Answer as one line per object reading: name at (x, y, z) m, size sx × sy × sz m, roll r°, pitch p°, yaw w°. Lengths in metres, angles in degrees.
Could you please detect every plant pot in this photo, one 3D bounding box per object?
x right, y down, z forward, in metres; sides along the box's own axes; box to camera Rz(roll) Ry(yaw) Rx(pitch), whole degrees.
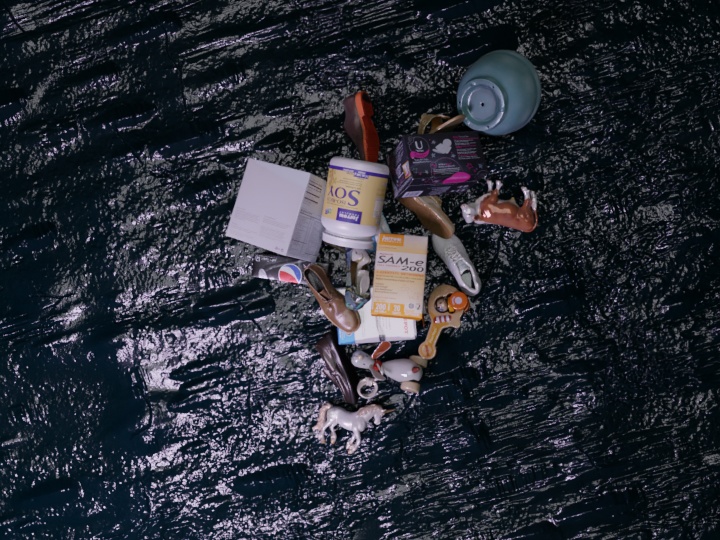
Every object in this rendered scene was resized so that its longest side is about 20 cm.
plant pot at (0.313, -0.411, 1.236) m, size 0.200 × 0.134 × 0.201 m, roll 21°, pitch 129°, yaw 28°

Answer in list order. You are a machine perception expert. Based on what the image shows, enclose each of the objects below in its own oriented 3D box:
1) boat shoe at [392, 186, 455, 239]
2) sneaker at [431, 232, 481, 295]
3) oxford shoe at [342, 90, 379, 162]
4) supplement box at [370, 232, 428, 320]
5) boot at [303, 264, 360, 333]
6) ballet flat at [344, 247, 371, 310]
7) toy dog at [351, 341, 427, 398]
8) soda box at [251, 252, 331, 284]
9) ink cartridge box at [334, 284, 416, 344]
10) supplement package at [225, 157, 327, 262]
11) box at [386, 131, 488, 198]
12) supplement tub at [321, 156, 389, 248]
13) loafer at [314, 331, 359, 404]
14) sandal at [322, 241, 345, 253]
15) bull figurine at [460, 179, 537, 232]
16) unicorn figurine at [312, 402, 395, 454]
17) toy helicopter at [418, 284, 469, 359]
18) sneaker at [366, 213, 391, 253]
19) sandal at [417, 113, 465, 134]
boat shoe at (0.174, -0.167, 1.322) m, size 0.200 × 0.074 × 0.069 m, roll 45°, pitch 61°, yaw 8°
sneaker at (0.252, -0.026, 1.325) m, size 0.070 × 0.080 × 0.201 m, roll -34°, pitch 85°, yaw 4°
oxford shoe at (-0.001, -0.358, 1.346) m, size 0.072 × 0.071 × 0.201 m, roll -5°, pitch 95°, yaw 31°
supplement box at (0.095, 0.016, 1.259) m, size 0.126 × 0.074 × 0.201 m, roll 4°, pitch 81°, yaw 3°
boot at (-0.076, 0.073, 1.266) m, size 0.074 × 0.075 × 0.200 m, roll -38°, pitch 86°, yaw 5°
ballet flat at (0.000, 0.000, 1.279) m, size 0.074 × 0.074 × 0.201 m, roll -4°, pitch 65°, yaw 3°
toy dog at (0.079, 0.248, 1.319) m, size 0.199 × 0.096 × 0.132 m, roll -5°, pitch 67°, yaw -4°
soda box at (-0.178, -0.002, 1.349) m, size 0.199 × 0.071 × 0.064 m, roll 8°, pitch 93°, yaw 2°
ink cartridge box at (0.040, 0.109, 1.335) m, size 0.199 × 0.084 × 0.145 m, roll -4°, pitch 90°, yaw 3°
supplement package at (-0.192, -0.147, 1.280) m, size 0.191 × 0.147 × 0.201 m, roll 18°, pitch 92°, yaw 25°
box at (0.182, -0.256, 1.251) m, size 0.199 × 0.132 × 0.115 m, roll -7°, pitch 79°, yaw -17°
supplement tub at (-0.016, -0.163, 1.235) m, size 0.145 × 0.145 × 0.201 m, roll 10°, pitch 101°, yaw 2°
loafer at (-0.062, 0.261, 1.358) m, size 0.071 × 0.073 × 0.201 m, roll -23°, pitch 88°, yaw 16°
sandal at (-0.086, -0.100, 1.351) m, size 0.200 × 0.054 × 0.081 m, roll 27°, pitch 92°, yaw 2°
bull figurine at (0.359, -0.164, 1.323) m, size 0.199 × 0.065 × 0.122 m, roll 15°, pitch 95°, yaw 1°
unicorn figurine at (-0.023, 0.401, 1.349) m, size 0.199 × 0.074 × 0.138 m, roll 17°, pitch 81°, yaw 8°
toy helicopter at (0.192, 0.131, 1.332) m, size 0.132 × 0.079 × 0.201 m, roll 20°, pitch 84°, yaw 19°
sneaker at (0.017, -0.144, 1.336) m, size 0.081 × 0.077 × 0.201 m, roll -23°, pitch 89°, yaw 4°
sandal at (0.162, -0.350, 1.275) m, size 0.077 × 0.212 × 0.070 m, roll -21°, pitch 83°, yaw -39°
